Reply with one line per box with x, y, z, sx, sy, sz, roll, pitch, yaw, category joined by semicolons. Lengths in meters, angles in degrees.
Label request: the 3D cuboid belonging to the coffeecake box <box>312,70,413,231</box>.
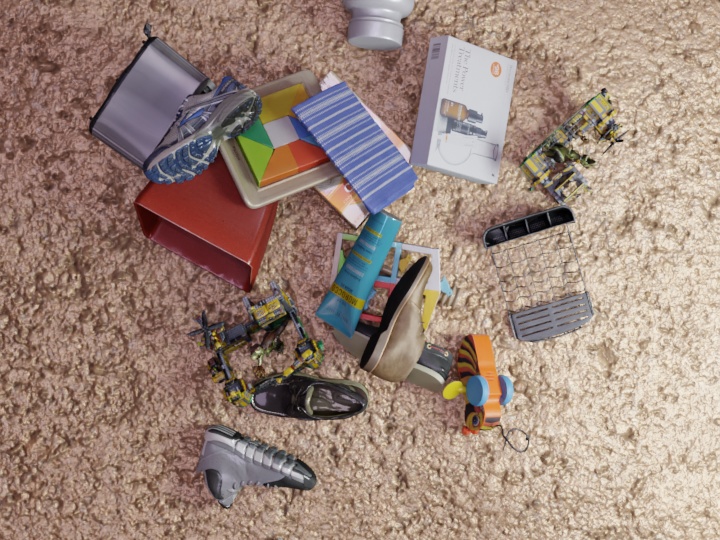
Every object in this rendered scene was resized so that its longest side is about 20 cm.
-0.028;-0.190;1.673;0.200;0.073;0.154;43;88;0;coffeecake box

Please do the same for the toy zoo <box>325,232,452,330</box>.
0.050;0.019;1.668;0.196;0.020;0.134;10;95;7;toy zoo

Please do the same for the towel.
-0.006;-0.186;1.582;0.201;0.144;0.024;52;131;1;towel

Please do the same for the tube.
0.000;0.000;1.641;0.077;0.050;0.203;32;101;32;tube

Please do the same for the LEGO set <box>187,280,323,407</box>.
-0.163;0.112;1.619;0.197;0.116;0.156;-21;67;6;LEGO set

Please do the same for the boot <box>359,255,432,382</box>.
0.073;0.077;1.622;0.075;0.074;0.203;27;83;-11;boot

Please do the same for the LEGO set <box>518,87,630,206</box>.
0.347;-0.177;1.642;0.200;0.154;0.116;-42;90;2;LEGO set

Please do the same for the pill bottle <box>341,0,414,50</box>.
0.030;-0.461;1.655;0.117;0.120;0.204;5;89;-1;pill bottle

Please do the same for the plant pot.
-0.216;-0.107;1.621;0.197;0.200;0.178;28;75;0;plant pot

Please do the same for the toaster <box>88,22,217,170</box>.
-0.314;-0.250;1.609;0.118;0.200;0.182;34;88;5;toaster

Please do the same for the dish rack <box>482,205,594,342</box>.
0.291;0.011;1.679;0.151;0.055;0.204;-16;90;5;dish rack

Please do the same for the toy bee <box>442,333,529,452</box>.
0.185;0.209;1.654;0.129;0.109;0.203;21;48;-18;toy bee

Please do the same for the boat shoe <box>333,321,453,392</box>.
0.052;0.125;1.677;0.198;0.074;0.064;24;60;7;boat shoe

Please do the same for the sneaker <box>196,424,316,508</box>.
-0.173;0.336;1.671;0.197;0.075;0.117;23;94;10;sneaker

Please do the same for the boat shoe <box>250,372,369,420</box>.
-0.084;0.202;1.670;0.196;0.065;0.075;-1;91;0;boat shoe

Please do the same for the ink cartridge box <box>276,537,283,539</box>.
-0.120;0.559;1.674;0.161;0.050;0.200;-43;88;-1;ink cartridge box

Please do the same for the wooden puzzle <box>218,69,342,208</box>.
-0.119;-0.205;1.569;0.197;0.037;0.187;-21;72;-22;wooden puzzle

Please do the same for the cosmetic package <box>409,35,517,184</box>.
0.165;-0.251;1.654;0.149;0.051;0.204;10;89;-37;cosmetic package

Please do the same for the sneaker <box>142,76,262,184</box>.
-0.238;-0.205;1.515;0.199;0.077;0.085;-38;63;-7;sneaker

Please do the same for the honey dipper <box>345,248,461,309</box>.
0.066;0.011;1.692;0.197;0.038;0.039;21;89;2;honey dipper
